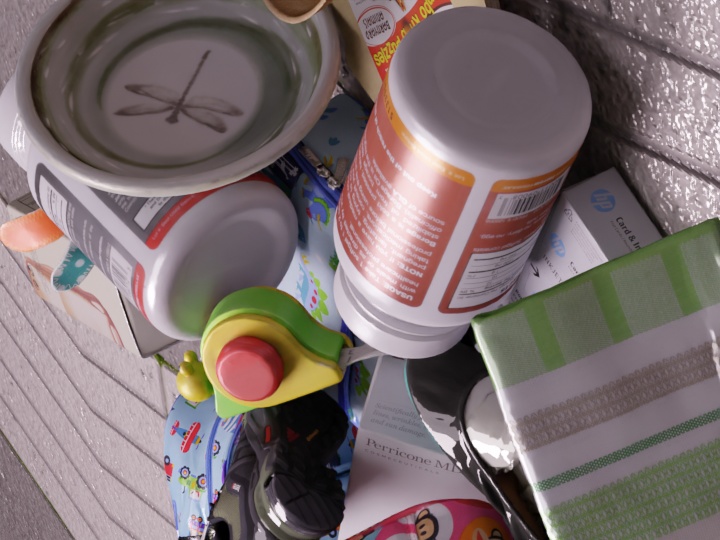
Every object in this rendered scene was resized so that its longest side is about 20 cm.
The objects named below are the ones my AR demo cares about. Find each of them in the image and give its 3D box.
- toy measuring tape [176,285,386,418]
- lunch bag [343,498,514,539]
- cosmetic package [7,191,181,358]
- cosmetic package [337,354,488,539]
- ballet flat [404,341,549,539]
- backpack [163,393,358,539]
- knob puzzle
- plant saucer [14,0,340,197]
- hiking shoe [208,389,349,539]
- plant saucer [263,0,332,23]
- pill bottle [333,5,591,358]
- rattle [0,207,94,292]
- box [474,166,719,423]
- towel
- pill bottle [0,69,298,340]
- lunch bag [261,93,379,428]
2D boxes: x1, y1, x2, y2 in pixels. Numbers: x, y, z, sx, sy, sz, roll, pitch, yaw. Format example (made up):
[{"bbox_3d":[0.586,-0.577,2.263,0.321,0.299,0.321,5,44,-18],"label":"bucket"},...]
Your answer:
[{"bbox_3d":[-0.030,0.033,1.663,0.199,0.074,0.074,-21,95,23],"label":"toy measuring tape"},{"bbox_3d":[0.026,0.228,1.667,0.176,0.199,0.082,47,-161,-52],"label":"lunch bag"},{"bbox_3d":[-0.180,-0.013,2.109,0.200,0.103,0.088,26,137,58],"label":"cosmetic package"},{"bbox_3d":[0.049,0.138,1.730,0.112,0.081,0.201,15,144,7],"label":"cosmetic package"},{"bbox_3d":[0.103,0.116,1.581,0.201,0.068,0.068,55,147,-3],"label":"ballet flat"},{"bbox_3d":[-0.039,0.157,1.890,0.134,0.182,0.202,-4,97,57],"label":"backpack"},{"bbox_3d":[0.041,-0.143,1.596,0.220,0.030,0.221,46,149,38],"label":"knob puzzle"},{"bbox_3d":[-0.108,-0.111,1.668,0.200,0.199,0.050,48,161,35],"label":"plant saucer"},{"bbox_3d":[-0.063,0.129,1.725,0.076,0.101,0.200,36,-161,-14],"label":"hiking shoe"},{"bbox_3d":[-0.020,-0.241,1.565,0.200,0.035,0.202,180,90,-68],"label":"plant saucer"},{"bbox_3d":[0.048,-0.042,1.515,0.112,0.112,0.200,55,148,23],"label":"pill bottle"},{"bbox_3d":[-0.135,-0.070,1.828,0.143,0.199,0.131,7,119,63],"label":"rattle"},{"bbox_3d":[0.142,0.056,1.558,0.156,0.041,0.200,57,157,17],"label":"box"},{"bbox_3d":[0.158,0.091,1.424,0.031,0.148,0.201,-161,48,-84],"label":"towel"},{"bbox_3d":[-0.139,-0.057,1.736,0.200,0.115,0.116,44,149,33],"label":"pill bottle"},{"bbox_3d":[0.000,0.000,1.764,0.161,0.082,0.201,48,153,29],"label":"lunch bag"}]
